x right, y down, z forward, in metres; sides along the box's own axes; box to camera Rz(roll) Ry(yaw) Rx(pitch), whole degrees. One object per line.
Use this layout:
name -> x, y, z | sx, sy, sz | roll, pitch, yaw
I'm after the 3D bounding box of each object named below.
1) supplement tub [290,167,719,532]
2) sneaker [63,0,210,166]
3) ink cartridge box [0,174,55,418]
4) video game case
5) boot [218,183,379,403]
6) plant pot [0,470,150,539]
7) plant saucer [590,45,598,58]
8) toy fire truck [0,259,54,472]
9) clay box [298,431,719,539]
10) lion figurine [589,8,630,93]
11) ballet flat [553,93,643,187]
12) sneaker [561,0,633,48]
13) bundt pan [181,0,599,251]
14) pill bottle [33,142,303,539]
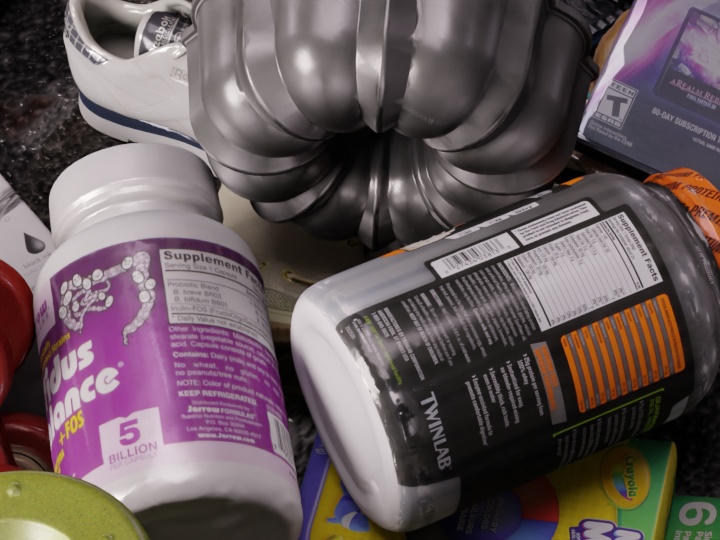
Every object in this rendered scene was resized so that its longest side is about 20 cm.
supplement tub -> 0.079, 0.031, 1.313 | 0.200, 0.123, 0.123 | -21, 48, -16
sneaker -> -0.071, -0.101, 1.548 | 0.199, 0.081, 0.076 | 12, 49, 18
ink cartridge box -> -0.224, 0.004, 1.485 | 0.116, 0.067, 0.200 | -31, 51, -17
video game case -> 0.208, -0.119, 1.435 | 0.143, 0.019, 0.200 | 24, 73, 3
boot -> 0.000, 0.000, 1.452 | 0.199, 0.072, 0.155 | 11, 48, 19
plant pot -> -0.133, 0.191, 1.215 | 0.200, 0.193, 0.201 | -4, 47, 5
plant saucer -> 0.142, -0.040, 1.487 | 0.200, 0.035, 0.201 | -4, 48, 5
toy fire truck -> -0.228, 0.088, 1.340 | 0.167, 0.201, 0.112 | -14, 13, 4
clay box -> 0.068, 0.128, 1.337 | 0.199, 0.048, 0.115 | 4, 49, 14
lion figurine -> 0.224, -0.111, 1.470 | 0.199, 0.073, 0.123 | 14, 60, 15
ballet flat -> 0.061, -0.074, 1.469 | 0.200, 0.068, 0.067 | 19, 69, 28
sneaker -> 0.134, -0.158, 1.570 | 0.066, 0.079, 0.200 | 36, 58, 15
bundt pan -> 0.012, -0.073, 1.346 | 0.201, 0.202, 0.076 | 0, 61, 9
pill bottle -> -0.095, 0.044, 1.334 | 0.112, 0.112, 0.200 | -11, 58, -1
